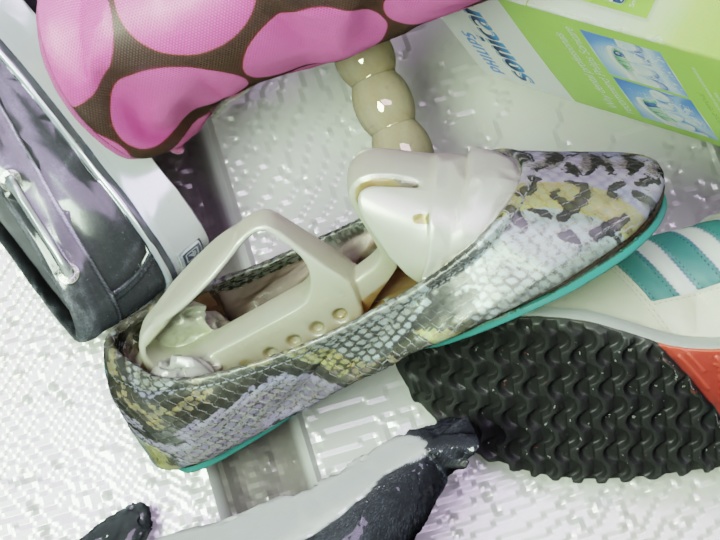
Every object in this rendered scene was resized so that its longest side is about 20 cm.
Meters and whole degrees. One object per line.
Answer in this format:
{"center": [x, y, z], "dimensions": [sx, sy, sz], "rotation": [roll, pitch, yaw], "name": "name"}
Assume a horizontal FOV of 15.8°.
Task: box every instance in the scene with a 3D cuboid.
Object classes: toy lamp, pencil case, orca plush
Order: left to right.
{"center": [-0.043, 0.118, 0.851], "dimensions": [0.200, 0.071, 0.105], "rotation": [-34, 29, -18], "name": "orca plush"}
{"center": [-0.011, -0.104, 0.909], "dimensions": [0.058, 0.058, 0.200], "rotation": [-18, 83, -9], "name": "toy lamp"}
{"center": [-0.001, -0.100, 0.832], "dimensions": [0.200, 0.094, 0.091], "rotation": [-17, 40, 20], "name": "pencil case"}

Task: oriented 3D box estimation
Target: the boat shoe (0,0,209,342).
{"center": [-0.141, -0.060, 0.902], "dimensions": [0.068, 0.072, 0.200], "rotation": [-39, 82, -16], "name": "boat shoe"}

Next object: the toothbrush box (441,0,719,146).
{"center": [0.138, -0.121, 0.874], "dimensions": [0.200, 0.086, 0.146], "rotation": [21, 77, 34], "name": "toothbrush box"}

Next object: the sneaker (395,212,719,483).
{"center": [0.114, 0.016, 0.888], "dimensions": [0.199, 0.070, 0.093], "rotation": [-2, 34, 12], "name": "sneaker"}

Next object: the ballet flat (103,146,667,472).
{"center": [0.000, 0.000, 0.838], "dimensions": [0.200, 0.072, 0.072], "rotation": [-27, 70, 17], "name": "ballet flat"}
